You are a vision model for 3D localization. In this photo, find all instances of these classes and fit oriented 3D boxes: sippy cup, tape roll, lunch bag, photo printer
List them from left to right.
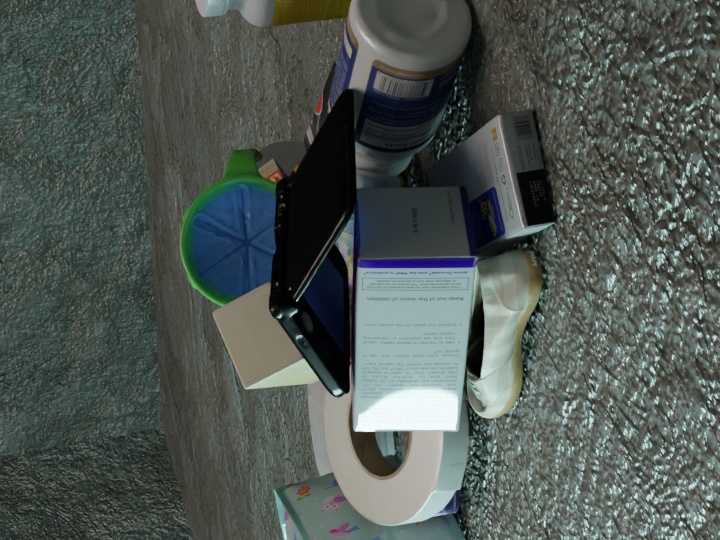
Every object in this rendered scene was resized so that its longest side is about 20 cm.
[{"bbox_3d":[-0.113,-0.025,1.370,0.179,0.139,0.130,-60,-4,-2],"label":"sippy cup"},{"bbox_3d":[-0.014,0.207,1.651,0.200,0.069,0.169,-153,55,-72],"label":"photo printer"},{"bbox_3d":[0.013,0.297,1.419,0.200,0.168,0.123,-142,39,-65],"label":"lunch bag"},{"bbox_3d":[0.032,0.158,1.335,0.202,0.037,0.206,0,90,53],"label":"tape roll"}]

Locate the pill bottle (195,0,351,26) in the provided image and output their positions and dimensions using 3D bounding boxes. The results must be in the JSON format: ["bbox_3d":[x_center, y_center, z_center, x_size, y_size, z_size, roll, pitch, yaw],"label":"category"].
[{"bbox_3d":[-0.068,-0.308,1.327,0.112,0.197,0.114,171,90,-74],"label":"pill bottle"}]

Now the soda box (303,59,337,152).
[{"bbox_3d":[-0.012,-0.162,1.459,0.200,0.063,0.072,122,137,-66],"label":"soda box"}]

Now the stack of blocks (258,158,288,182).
[{"bbox_3d":[-0.057,-0.020,1.520,0.200,0.058,0.115,52,-175,-35],"label":"stack of blocks"}]

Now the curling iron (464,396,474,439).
[{"bbox_3d":[0.081,0.071,1.317,0.050,0.025,0.203,130,129,-74],"label":"curling iron"}]

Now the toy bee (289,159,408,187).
[{"bbox_3d":[0.011,-0.097,1.376,0.131,0.198,0.110,22,-94,-69],"label":"toy bee"}]

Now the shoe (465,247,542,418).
[{"bbox_3d":[0.112,0.058,1.148,0.201,0.053,0.070,97,158,-44],"label":"shoe"}]

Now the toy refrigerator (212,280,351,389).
[{"bbox_3d":[-0.066,0.063,1.225,0.077,0.069,0.200,65,-168,9],"label":"toy refrigerator"}]

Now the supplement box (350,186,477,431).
[{"bbox_3d":[0.043,0.037,1.150,0.102,0.102,0.202,-93,3,-52],"label":"supplement box"}]

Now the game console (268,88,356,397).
[{"bbox_3d":[-0.015,-0.025,1.150,0.177,0.115,0.201,56,-161,-32],"label":"game console"}]

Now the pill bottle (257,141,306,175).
[{"bbox_3d":[-0.097,-0.062,1.718,0.202,0.114,0.116,97,158,-43],"label":"pill bottle"}]

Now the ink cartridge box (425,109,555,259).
[{"bbox_3d":[0.108,-0.065,1.134,0.200,0.037,0.096,150,110,-71],"label":"ink cartridge box"}]

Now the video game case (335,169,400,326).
[{"bbox_3d":[0.000,0.000,1.290,0.143,0.018,0.203,16,117,52],"label":"video game case"}]

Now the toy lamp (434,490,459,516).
[{"bbox_3d":[0.065,0.154,1.364,0.058,0.057,0.203,135,124,-71],"label":"toy lamp"}]

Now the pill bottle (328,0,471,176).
[{"bbox_3d":[0.030,-0.175,1.215,0.201,0.110,0.112,108,149,-58],"label":"pill bottle"}]
